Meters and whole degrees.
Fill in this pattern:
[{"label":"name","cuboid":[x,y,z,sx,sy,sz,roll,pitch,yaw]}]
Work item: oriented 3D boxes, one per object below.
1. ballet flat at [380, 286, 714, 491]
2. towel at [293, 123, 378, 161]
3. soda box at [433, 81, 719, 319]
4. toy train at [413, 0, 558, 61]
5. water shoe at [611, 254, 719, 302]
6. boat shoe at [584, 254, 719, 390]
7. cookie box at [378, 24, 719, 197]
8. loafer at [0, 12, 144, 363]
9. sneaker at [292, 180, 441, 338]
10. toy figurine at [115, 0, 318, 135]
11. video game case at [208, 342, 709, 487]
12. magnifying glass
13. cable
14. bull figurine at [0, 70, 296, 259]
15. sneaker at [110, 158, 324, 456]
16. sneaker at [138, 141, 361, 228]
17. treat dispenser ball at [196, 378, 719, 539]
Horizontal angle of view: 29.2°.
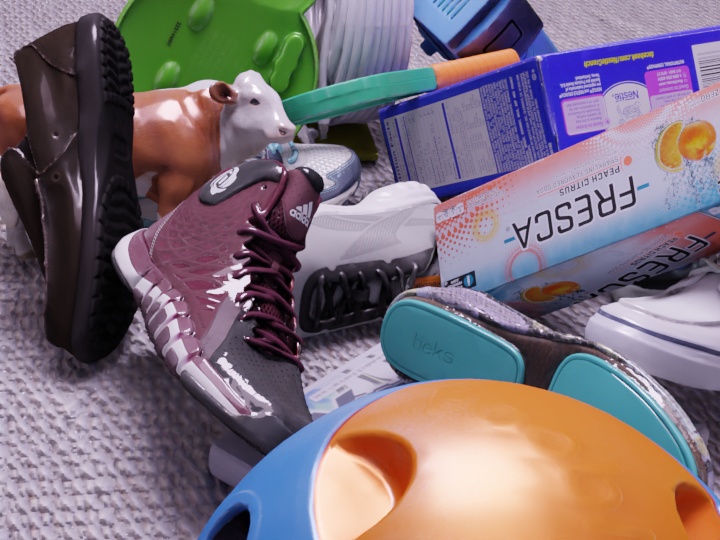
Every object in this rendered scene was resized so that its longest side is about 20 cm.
[{"label":"ballet flat","cuboid":[0.100,0.060,0.687,0.199,0.073,0.072,29,36,36]},{"label":"towel","cuboid":[-0.089,-0.105,1.070,0.197,0.018,0.086,0,34,-11]},{"label":"soda box","cuboid":[0.138,-0.031,0.776,0.199,0.069,0.063,-23,-28,37]},{"label":"toy train","cuboid":[0.099,-0.183,1.081,0.115,0.087,0.200,52,8,36]},{"label":"water shoe","cuboid":[0.213,-0.041,0.923,0.071,0.080,0.200,11,28,11]},{"label":"boat shoe","cuboid":[0.194,0.022,0.749,0.199,0.068,0.073,6,14,-47]},{"label":"cookie box","cuboid":[0.136,-0.103,0.945,0.170,0.076,0.199,-13,3,-28]},{"label":"loafer","cuboid":[-0.168,-0.045,0.794,0.070,0.203,0.073,-5,-15,12]},{"label":"sneaker","cuboid":[0.000,0.000,0.824,0.079,0.075,0.199,32,38,33]},{"label":"toy figurine","cuboid":[-0.101,-0.193,1.040,0.149,0.201,0.184,25,16,-15]},{"label":"video game case","cuboid":[0.054,0.092,0.708,0.181,0.022,0.199,24,33,32]},{"label":"magnifying glass","cuboid":[0.030,-0.127,0.951,0.199,0.023,0.079,-19,5,-33]},{"label":"cable","cuboid":[-0.013,-0.212,1.048,0.068,0.202,0.201,2,35,-18]},{"label":"bull figurine","cuboid":[-0.138,-0.065,0.859,0.197,0.123,0.065,3,0,2]},{"label":"sneaker","cuboid":[-0.051,0.003,0.697,0.116,0.076,0.200,-45,43,2]},{"label":"sneaker","cuboid":[-0.091,-0.076,0.935,0.198,0.087,0.078,-6,29,-20]},{"label":"treat dispenser ball","cuboid":[0.034,0.135,0.429,0.198,0.203,0.201,3,27,-2]}]
